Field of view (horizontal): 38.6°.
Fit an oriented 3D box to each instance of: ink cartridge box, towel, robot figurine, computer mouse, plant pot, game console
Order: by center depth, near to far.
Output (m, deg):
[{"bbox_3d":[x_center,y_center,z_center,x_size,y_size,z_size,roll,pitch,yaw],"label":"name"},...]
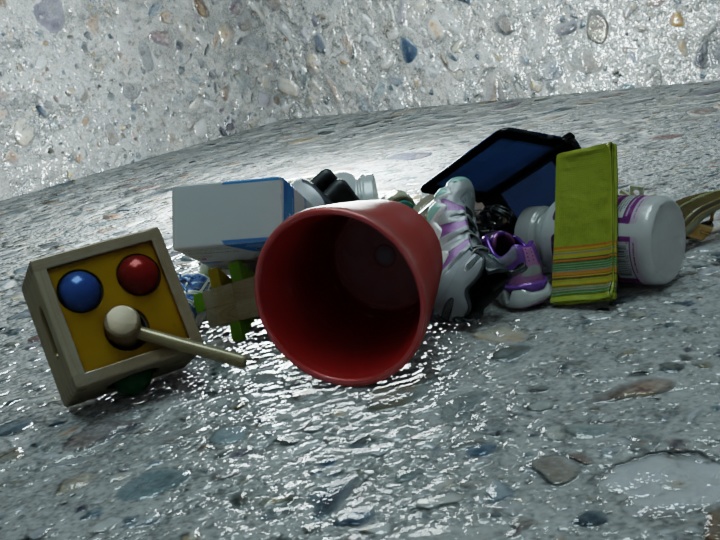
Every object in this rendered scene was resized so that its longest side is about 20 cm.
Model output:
[{"bbox_3d":[0.004,0.006,1.164,0.200,0.201,0.177,-4,15,21],"label":"plant pot"},{"bbox_3d":[0.274,-0.057,1.262,0.086,0.201,0.018,-8,-20,38],"label":"towel"},{"bbox_3d":[-0.140,-0.053,1.335,0.144,0.085,0.200,-4,-9,12],"label":"ink cartridge box"},{"bbox_3d":[0.169,-0.040,1.398,0.034,0.059,0.200,-50,-8,-17],"label":"computer mouse"},{"bbox_3d":[0.212,-0.101,1.408,0.118,0.171,0.200,-33,0,-38],"label":"game console"},{"bbox_3d":[-0.090,-0.054,1.520,0.200,0.125,0.150,-45,4,-5],"label":"robot figurine"}]

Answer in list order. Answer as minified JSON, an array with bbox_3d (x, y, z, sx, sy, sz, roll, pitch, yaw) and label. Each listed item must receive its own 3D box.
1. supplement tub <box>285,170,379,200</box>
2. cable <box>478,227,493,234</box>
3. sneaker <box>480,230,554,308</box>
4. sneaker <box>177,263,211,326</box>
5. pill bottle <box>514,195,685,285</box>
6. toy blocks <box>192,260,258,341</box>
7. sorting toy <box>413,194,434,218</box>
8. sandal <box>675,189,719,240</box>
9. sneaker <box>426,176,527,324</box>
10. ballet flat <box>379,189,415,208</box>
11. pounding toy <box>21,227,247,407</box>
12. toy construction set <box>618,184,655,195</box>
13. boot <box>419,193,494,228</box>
[{"bbox_3d":[-0.069,-0.082,1.659,0.199,0.145,0.145,-8,14,6],"label":"supplement tub"},{"bbox_3d":[0.189,-0.064,1.584,0.199,0.050,0.097,-12,-6,0],"label":"cable"},{"bbox_3d":[0.175,-0.011,1.343,0.080,0.089,0.200,-18,15,-25],"label":"sneaker"},{"bbox_3d":[-0.252,0.045,1.430,0.076,0.077,0.200,-1,18,25],"label":"sneaker"},{"bbox_3d":[0.302,-0.041,1.319,0.200,0.113,0.112,4,20,42],"label":"pill bottle"},{"bbox_3d":[-0.110,0.032,1.366,0.137,0.100,0.200,-10,-3,-40],"label":"toy blocks"},{"bbox_3d":[0.041,-0.027,1.492,0.180,0.107,0.200,-12,14,27],"label":"sorting toy"},{"bbox_3d":[0.452,-0.059,1.427,0.200,0.054,0.080,-34,18,-25],"label":"sandal"},{"bbox_3d":[0.145,-0.022,1.268,0.140,0.200,0.078,4,-19,38],"label":"sneaker"},{"bbox_3d":[0.056,-0.092,1.626,0.067,0.062,0.200,-34,-20,3],"label":"ballet flat"},{"bbox_3d":[-0.265,0.063,1.194,0.184,0.200,0.142,-18,-12,-28],"label":"pounding toy"},{"bbox_3d":[0.354,-0.091,1.518,0.131,0.092,0.200,-30,-8,37],"label":"toy construction set"},{"bbox_3d":[0.200,-0.099,1.633,0.200,0.090,0.073,-2,52,26],"label":"boot"}]
